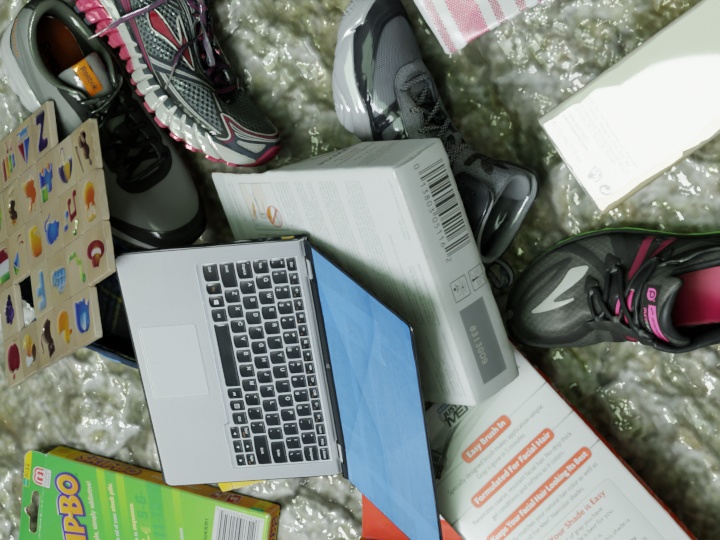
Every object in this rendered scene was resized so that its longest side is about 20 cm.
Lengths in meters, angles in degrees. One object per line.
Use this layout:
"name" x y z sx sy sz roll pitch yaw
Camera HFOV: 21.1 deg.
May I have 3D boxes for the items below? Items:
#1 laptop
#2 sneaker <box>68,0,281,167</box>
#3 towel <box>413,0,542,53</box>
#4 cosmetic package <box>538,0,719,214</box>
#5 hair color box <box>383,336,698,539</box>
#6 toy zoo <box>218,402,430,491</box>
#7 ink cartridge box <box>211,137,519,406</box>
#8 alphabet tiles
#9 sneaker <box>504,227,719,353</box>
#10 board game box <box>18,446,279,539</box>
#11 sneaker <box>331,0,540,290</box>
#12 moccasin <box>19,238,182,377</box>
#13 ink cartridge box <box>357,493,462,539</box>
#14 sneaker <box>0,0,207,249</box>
"laptop" -0.052 0.088 1.219 0.198 0.116 0.189 -4 121 7
"sneaker" -0.120 -0.153 1.285 0.075 0.081 0.200 -40 85 22
"towel" 0.102 -0.238 1.175 0.199 0.030 0.147 -26 104 17
"cosmetic package" 0.213 -0.124 1.147 0.199 0.103 0.073 -35 89 26
"hair color box" 0.123 0.151 1.252 0.111 0.064 0.200 -43 85 4
"toy zoo" -0.056 0.075 1.340 0.199 0.020 0.132 -18 93 25
"ink cartridge box" 0.000 0.000 1.233 0.199 0.047 0.161 3 119 53
"alphabet tiles" -0.209 -0.024 1.291 0.200 0.007 0.169 -26 69 57
"sneaker" 0.179 0.012 1.201 0.198 0.084 0.078 -10 98 23
"board game box" -0.158 0.194 1.408 0.198 0.030 0.097 12 106 16
"sneaker" 0.052 -0.081 1.222 0.113 0.075 0.202 4 110 40
"moccasin" -0.180 0.018 1.340 0.199 0.068 0.081 19 109 30
"ink cartridge box" 0.040 0.230 1.324 0.108 0.050 0.202 5 104 21
"sneaker" -0.175 -0.098 1.308 0.201 0.074 0.079 53 159 2
